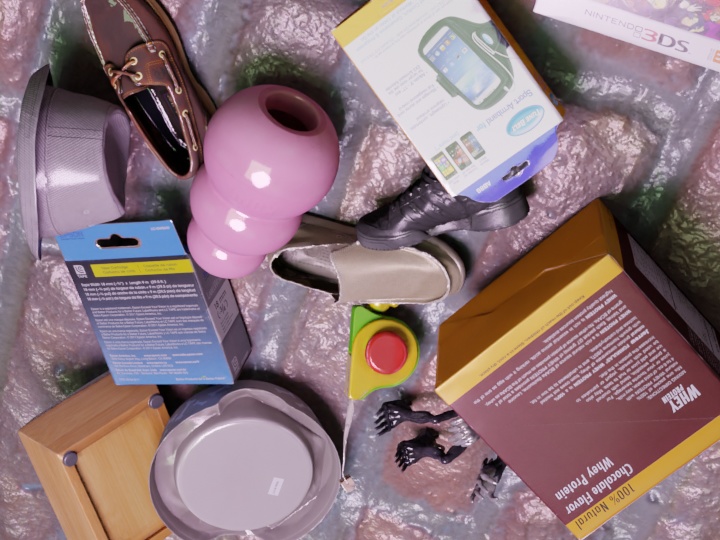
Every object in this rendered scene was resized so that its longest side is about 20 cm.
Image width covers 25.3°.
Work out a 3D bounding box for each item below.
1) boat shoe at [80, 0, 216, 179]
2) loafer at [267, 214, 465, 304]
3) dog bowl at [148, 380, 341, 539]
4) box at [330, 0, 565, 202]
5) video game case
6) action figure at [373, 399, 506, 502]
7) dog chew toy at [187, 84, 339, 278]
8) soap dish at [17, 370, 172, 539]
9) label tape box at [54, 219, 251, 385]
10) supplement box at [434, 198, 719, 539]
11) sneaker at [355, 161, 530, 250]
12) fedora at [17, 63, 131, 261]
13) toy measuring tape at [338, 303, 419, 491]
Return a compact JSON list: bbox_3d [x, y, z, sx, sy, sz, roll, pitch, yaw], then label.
[{"bbox_3d":[-0.194,-0.177,1.465,0.070,0.070,0.200,-19,114,35],"label":"boat shoe"},{"bbox_3d":[0.000,0.000,1.518,0.199,0.068,0.076,9,129,17],"label":"loafer"},{"bbox_3d":[-0.122,0.203,1.677,0.199,0.059,0.201,-4,120,-7],"label":"dog bowl"},{"bbox_3d":[0.081,-0.158,1.352,0.119,0.041,0.200,-34,100,18],"label":"box"},{"bbox_3d":[0.246,-0.266,1.251,0.180,0.036,0.201,19,129,5],"label":"video game case"},{"bbox_3d":[0.119,0.167,1.575,0.199,0.102,0.119,-6,121,28],"label":"action figure"},{"bbox_3d":[-0.100,-0.072,1.465,0.124,0.125,0.200,30,127,-2],"label":"dog chew toy"},{"bbox_3d":[-0.258,0.215,1.718,0.081,0.157,0.201,25,140,51],"label":"soap dish"},{"bbox_3d":[-0.208,0.020,1.616,0.143,0.063,0.201,-2,124,23],"label":"label tape box"},{"bbox_3d":[0.204,0.088,1.429,0.197,0.133,0.200,-40,105,19],"label":"supplement box"},{"bbox_3d":[0.077,-0.085,1.437,0.199,0.060,0.105,-9,120,22],"label":"sneaker"},{"bbox_3d":[-0.261,-0.098,1.490,0.090,0.178,0.200,2,156,-3],"label":"fedora"},{"bbox_3d":[0.020,0.117,1.564,0.073,0.074,0.201,5,92,18],"label":"toy measuring tape"}]
